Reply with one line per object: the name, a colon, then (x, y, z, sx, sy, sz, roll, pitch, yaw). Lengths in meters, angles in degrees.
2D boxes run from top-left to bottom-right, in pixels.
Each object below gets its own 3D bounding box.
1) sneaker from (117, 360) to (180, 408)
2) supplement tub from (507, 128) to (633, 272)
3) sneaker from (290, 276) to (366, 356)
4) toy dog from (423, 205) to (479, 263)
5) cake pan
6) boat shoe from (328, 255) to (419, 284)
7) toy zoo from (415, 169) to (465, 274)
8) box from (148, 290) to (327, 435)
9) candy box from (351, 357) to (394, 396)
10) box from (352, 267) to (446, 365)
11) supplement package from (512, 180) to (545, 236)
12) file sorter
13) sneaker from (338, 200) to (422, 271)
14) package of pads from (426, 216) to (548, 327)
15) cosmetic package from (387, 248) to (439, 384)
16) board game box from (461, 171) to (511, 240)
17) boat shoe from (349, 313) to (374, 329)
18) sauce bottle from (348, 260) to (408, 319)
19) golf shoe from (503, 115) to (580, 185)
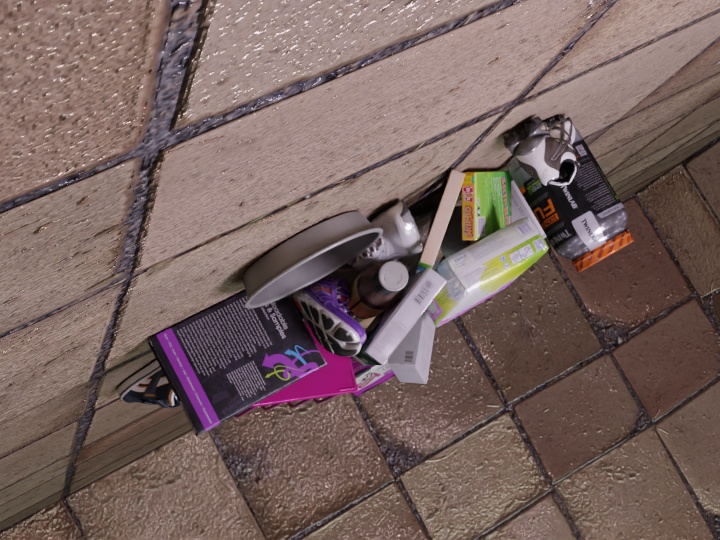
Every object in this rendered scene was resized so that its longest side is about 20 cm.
sneaker: (-0.302, 0.179, 1.559, 0.200, 0.080, 0.078, -33, 173, 40)
supplement tub: (0.320, -0.106, 1.528, 0.122, 0.200, 0.123, -29, 172, -4)
sneaker: (-0.042, 0.044, 1.386, 0.083, 0.081, 0.200, -29, -145, -14)
toy dog: (0.157, -0.063, 1.641, 0.097, 0.132, 0.200, -68, -168, -20)
cake pan: (-0.066, -0.015, 1.281, 0.200, 0.037, 0.200, -29, 173, -4)
boat shoe: (0.000, 0.000, 1.547, 0.201, 0.072, 0.061, -24, 177, 13)
toy zoo: (0.110, -0.059, 1.424, 0.200, 0.020, 0.132, 75, 34, -84)
box: (-0.164, 0.112, 1.362, 0.200, 0.143, 0.036, -27, 175, -19)
candy box: (0.009, 0.104, 1.798, 0.136, 0.200, 0.061, -31, 138, 11)
box: (0.048, 0.069, 1.423, 0.144, 0.036, 0.200, -52, -179, -9)
supplement package: (0.260, -0.080, 1.835, 0.109, 0.114, 0.200, -24, 170, -46)
file sorter: (-0.132, 0.137, 1.485, 0.199, 0.139, 0.125, -4, 162, -33)
sneaker: (0.023, -0.034, 1.392, 0.087, 0.075, 0.200, -20, 169, -22)
package of pads: (0.172, 0.005, 1.498, 0.154, 0.068, 0.200, -28, 169, -17)
cosmetic package: (0.089, 0.072, 1.616, 0.050, 0.201, 0.083, 1, 154, 20)
board game box: (0.191, -0.099, 1.502, 0.030, 0.096, 0.200, 2, -174, 26)
boat shoe: (0.030, 0.072, 1.611, 0.072, 0.065, 0.200, -32, 172, 19)
sauce bottle: (0.024, 0.025, 1.384, 0.065, 0.065, 0.200, -28, 178, -14)
golf shoe: (0.257, -0.155, 1.371, 0.078, 0.095, 0.200, -35, 173, 30)
